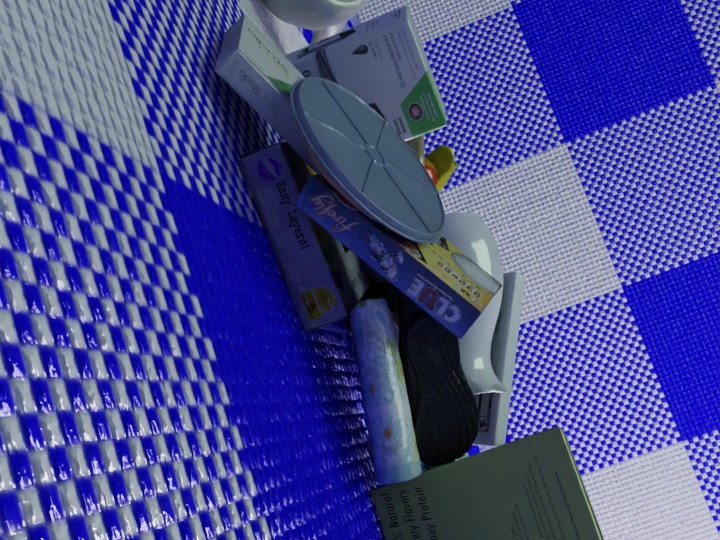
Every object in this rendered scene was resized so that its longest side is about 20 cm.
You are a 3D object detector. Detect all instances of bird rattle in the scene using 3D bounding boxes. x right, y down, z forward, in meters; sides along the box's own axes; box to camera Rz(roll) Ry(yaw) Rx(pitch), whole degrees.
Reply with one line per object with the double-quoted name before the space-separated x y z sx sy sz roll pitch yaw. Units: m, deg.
"bird rattle" 0.070 -0.108 1.358 0.164 0.112 0.201 81 18 -53

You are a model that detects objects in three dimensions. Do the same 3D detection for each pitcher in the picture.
"pitcher" 0.092 0.045 1.110 0.171 0.120 0.202 -15 -102 60

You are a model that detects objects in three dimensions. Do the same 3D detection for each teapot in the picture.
"teapot" -0.089 -0.437 1.411 0.197 0.146 0.201 26 62 -34

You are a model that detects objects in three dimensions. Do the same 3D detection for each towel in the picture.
"towel" 0.021 0.125 0.977 0.200 0.048 0.173 89 -11 -81

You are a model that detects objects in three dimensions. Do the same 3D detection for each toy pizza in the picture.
"toy pizza" 0.004 -0.100 0.915 0.200 0.032 0.201 38 27 -23

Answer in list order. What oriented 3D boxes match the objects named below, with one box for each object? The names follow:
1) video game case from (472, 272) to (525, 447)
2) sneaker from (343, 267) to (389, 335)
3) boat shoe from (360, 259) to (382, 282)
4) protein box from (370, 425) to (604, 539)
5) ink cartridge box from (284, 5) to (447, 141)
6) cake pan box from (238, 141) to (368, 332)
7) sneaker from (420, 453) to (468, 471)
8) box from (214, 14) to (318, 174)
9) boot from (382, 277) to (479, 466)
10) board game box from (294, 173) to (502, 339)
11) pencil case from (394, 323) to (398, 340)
"video game case" 0.119 0.107 1.166 0.023 0.182 0.202 16 77 -33
"sneaker" 0.000 0.000 1.186 0.073 0.071 0.201 71 6 -61
"boat shoe" 0.008 -0.090 1.138 0.203 0.086 0.075 62 -18 11
"protein box" 0.144 0.286 0.976 0.135 0.199 0.200 41 30 -72
"ink cartridge box" -0.007 -0.221 1.215 0.084 0.199 0.147 -85 152 -65
"cake pan box" -0.053 -0.044 1.017 0.200 0.052 0.186 -43 114 -80
"sneaker" 0.106 0.239 1.280 0.201 0.077 0.080 70 18 1
"box" -0.085 -0.189 1.008 0.144 0.036 0.200 44 14 -21
"boot" 0.069 0.091 0.996 0.132 0.069 0.201 -113 -164 -58
"board game box" 0.041 -0.024 0.935 0.200 0.035 0.135 39 18 7
"pencil case" 0.062 0.087 1.316 0.091 0.083 0.201 51 -10 51
